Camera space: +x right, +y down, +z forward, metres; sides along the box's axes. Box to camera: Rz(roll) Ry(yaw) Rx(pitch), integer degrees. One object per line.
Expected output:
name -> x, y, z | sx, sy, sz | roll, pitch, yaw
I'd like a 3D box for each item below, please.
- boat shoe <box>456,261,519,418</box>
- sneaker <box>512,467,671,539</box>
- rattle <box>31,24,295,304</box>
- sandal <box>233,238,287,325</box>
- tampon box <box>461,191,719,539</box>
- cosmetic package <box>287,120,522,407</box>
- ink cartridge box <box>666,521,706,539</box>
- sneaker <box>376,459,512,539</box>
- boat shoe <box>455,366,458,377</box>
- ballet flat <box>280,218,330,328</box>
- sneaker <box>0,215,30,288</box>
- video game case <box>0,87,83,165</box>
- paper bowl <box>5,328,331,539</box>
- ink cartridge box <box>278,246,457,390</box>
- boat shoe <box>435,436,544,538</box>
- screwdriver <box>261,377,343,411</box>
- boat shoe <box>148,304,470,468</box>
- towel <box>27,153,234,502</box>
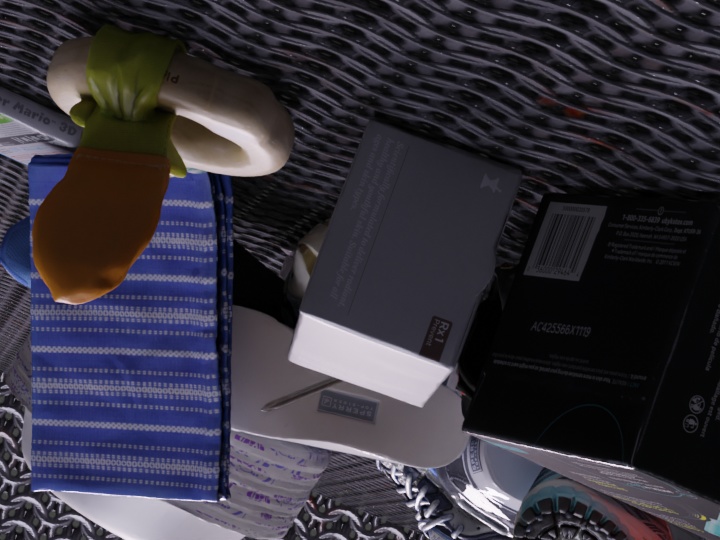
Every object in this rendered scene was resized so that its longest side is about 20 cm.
boat shoe -> 0.081, 0.043, 1.617 | 0.063, 0.074, 0.201 | -5, 162, -12
sneaker -> 0.177, 0.179, 1.737 | 0.200, 0.078, 0.086 | 43, -154, -13
rattle -> -0.105, -0.034, 1.484 | 0.130, 0.143, 0.200 | 3, 168, -12
sandal -> -0.079, 0.020, 1.802 | 0.045, 0.075, 0.200 | -33, 131, 24
tampon box -> 0.181, 0.059, 1.409 | 0.200, 0.126, 0.150 | 25, 171, -30
cosmetic package -> 0.019, 0.000, 1.497 | 0.090, 0.107, 0.200 | 19, 170, 2
ink cartridge box -> 0.169, 0.124, 1.715 | 0.160, 0.047, 0.200 | 32, -151, -52
sneaker -> 0.058, 0.135, 1.859 | 0.200, 0.085, 0.077 | 24, 169, -2
boat shoe -> 0.098, 0.065, 1.878 | 0.072, 0.070, 0.201 | 38, 174, 7
ballet flat -> 0.000, 0.000, 1.718 | 0.074, 0.074, 0.200 | 25, 168, -29
sneaker -> -0.174, -0.023, 1.887 | 0.089, 0.079, 0.200 | 20, 165, -36
video game case -> -0.230, -0.096, 1.765 | 0.200, 0.018, 0.143 | 24, 171, -22
paper bowl -> -0.127, 0.104, 1.832 | 0.201, 0.104, 0.201 | 31, -174, -4
ink cartridge box -> 0.000, 0.048, 1.950 | 0.117, 0.067, 0.200 | 18, 171, 10
boat shoe -> 0.136, 0.152, 1.813 | 0.200, 0.072, 0.068 | 25, 150, -24
screwdriver -> 0.019, 0.046, 1.701 | 0.200, 0.029, 0.028 | -14, -171, -39
boat shoe -> -0.033, 0.067, 1.756 | 0.200, 0.072, 0.069 | 12, 175, -14
towel -> -0.135, 0.031, 1.703 | 0.145, 0.200, 0.024 | 1, -178, 34
